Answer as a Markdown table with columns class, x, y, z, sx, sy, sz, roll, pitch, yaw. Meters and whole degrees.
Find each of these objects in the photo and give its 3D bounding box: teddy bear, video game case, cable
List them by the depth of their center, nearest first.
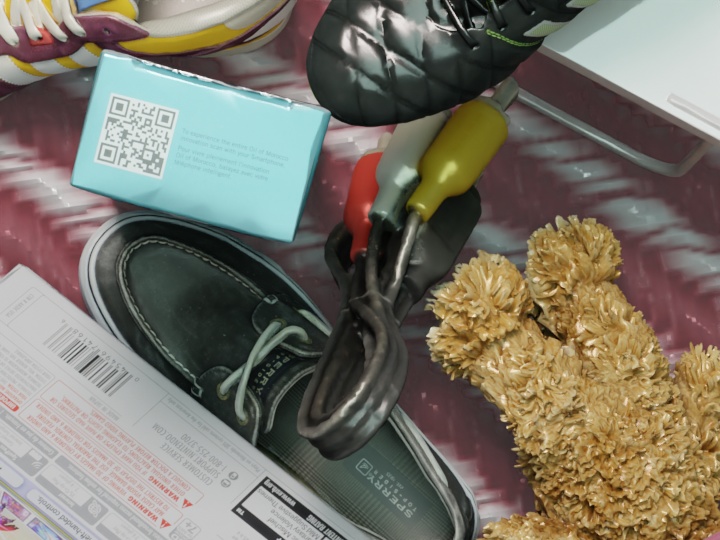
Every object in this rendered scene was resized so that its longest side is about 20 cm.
| class | x | y | z | sx | sy | sz | roll | pitch | yaw |
| --- | --- | --- | --- | --- | --- | --- | --- | --- | --- |
| video game case | -0.117 | 0.116 | 0.990 | 0.200 | 0.046 | 0.181 | 37 | 53 | 16 |
| cable | 0.000 | 0.000 | 1.012 | 0.050 | 0.097 | 0.200 | 51 | 40 | -16 |
| teddy bear | 0.101 | 0.074 | 1.043 | 0.145 | 0.067 | 0.201 | -3 | 76 | -39 |

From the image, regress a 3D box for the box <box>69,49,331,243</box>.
| class | x | y | z | sx | sy | sz | roll | pitch | yaw |
| --- | --- | --- | --- | --- | --- | --- | --- | --- | --- |
| box | -0.057 | -0.043 | 0.990 | 0.082 | 0.200 | 0.049 | 15 | 91 | -1 |

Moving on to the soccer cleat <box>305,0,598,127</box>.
| class | x | y | z | sx | sy | sz | roll | pitch | yaw |
| --- | --- | --- | --- | --- | --- | --- | --- | --- | --- |
| soccer cleat | 0.067 | -0.120 | 0.942 | 0.200 | 0.081 | 0.068 | -32 | 85 | -6 |

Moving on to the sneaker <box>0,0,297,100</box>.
| class | x | y | z | sx | sy | sz | roll | pitch | yaw |
| --- | --- | --- | --- | --- | --- | --- | --- | --- | --- |
| sneaker | -0.122 | -0.111 | 1.050 | 0.199 | 0.090 | 0.075 | -13 | 85 | -5 |

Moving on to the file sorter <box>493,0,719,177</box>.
| class | x | y | z | sx | sy | sz | roll | pitch | yaw |
| --- | --- | --- | --- | --- | --- | --- | --- | --- | --- |
| file sorter | 0.123 | -0.158 | 1.054 | 0.138 | 0.125 | 0.201 | 28 | 83 | 1 |

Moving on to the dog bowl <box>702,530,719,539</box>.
| class | x | y | z | sx | sy | sz | roll | pitch | yaw |
| --- | --- | --- | --- | --- | --- | --- | --- | --- | --- |
| dog bowl | 0.173 | 0.173 | 1.004 | 0.199 | 0.074 | 0.201 | -7 | 125 | -10 |

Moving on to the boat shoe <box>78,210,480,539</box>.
| class | x | y | z | sx | sy | sz | roll | pitch | yaw |
| --- | --- | --- | --- | --- | --- | --- | --- | --- | --- |
| boat shoe | -0.028 | 0.044 | 1.049 | 0.200 | 0.071 | 0.072 | 38 | 83 | 1 |
